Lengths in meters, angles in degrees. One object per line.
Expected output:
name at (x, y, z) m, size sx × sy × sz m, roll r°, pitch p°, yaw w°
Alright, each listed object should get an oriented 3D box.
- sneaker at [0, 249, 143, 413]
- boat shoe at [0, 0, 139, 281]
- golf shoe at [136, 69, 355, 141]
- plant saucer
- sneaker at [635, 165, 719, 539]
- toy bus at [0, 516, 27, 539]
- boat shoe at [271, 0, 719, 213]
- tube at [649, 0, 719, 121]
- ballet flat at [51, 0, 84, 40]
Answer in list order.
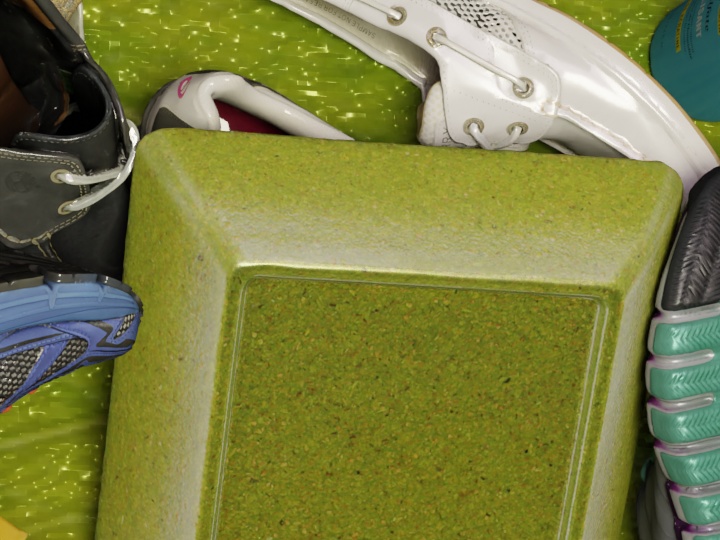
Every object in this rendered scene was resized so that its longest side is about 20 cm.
sneaker at (-0.156, 0.043, 0.813) m, size 0.200 × 0.075 × 0.079 m, roll -18°, pitch 113°, yaw -37°
boat shoe at (-0.110, -0.040, 0.869) m, size 0.072 × 0.067 × 0.200 m, roll -56°, pitch 134°, yaw -27°
golf shoe at (0.000, 0.000, 0.929) m, size 0.200 × 0.088 × 0.077 m, roll 36°, pitch 74°, yaw -6°
plant saucer at (0.012, 0.057, 0.892) m, size 0.199 × 0.048 × 0.200 m, roll 3°, pitch 111°, yaw -12°
sneaker at (0.124, 0.059, 0.924) m, size 0.074 × 0.087 × 0.201 m, roll -2°, pitch 96°, yaw -22°
toy bus at (-0.137, 0.150, 0.832) m, size 0.192 × 0.136 × 0.200 m, roll 50°, pitch 43°, yaw 9°
boat shoe at (0.045, -0.073, 0.962) m, size 0.200 × 0.071 × 0.069 m, roll 35°, pitch 77°, yaw 4°
tube at (0.162, -0.102, 0.920) m, size 0.050 × 0.200 × 0.078 m, roll 23°, pitch 75°, yaw -8°
ballet flat at (-0.145, -0.039, 0.919) m, size 0.071 × 0.071 × 0.201 m, roll 21°, pitch 77°, yaw -8°
